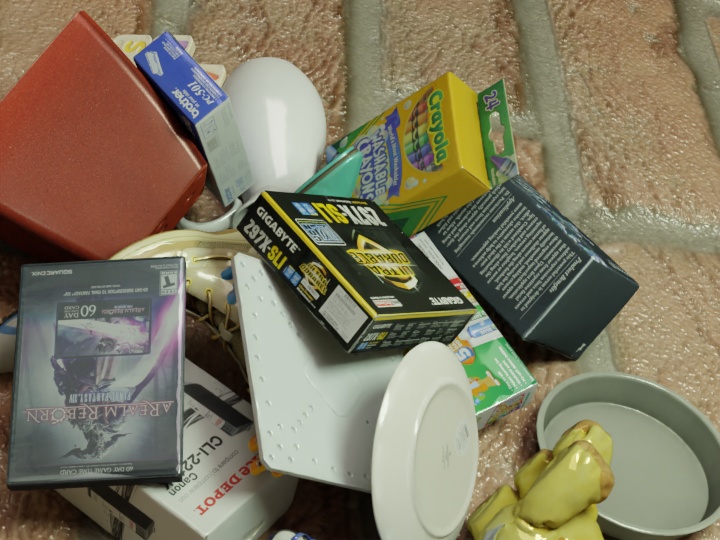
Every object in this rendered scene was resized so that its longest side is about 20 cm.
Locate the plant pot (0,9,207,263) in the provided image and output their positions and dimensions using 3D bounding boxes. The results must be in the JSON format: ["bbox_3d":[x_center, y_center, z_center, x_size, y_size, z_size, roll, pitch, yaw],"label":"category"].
[{"bbox_3d":[-0.254,-0.089,1.481,0.176,0.200,0.200,39,79,0],"label":"plant pot"}]

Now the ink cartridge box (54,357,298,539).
[{"bbox_3d":[-0.168,0.159,1.351,0.200,0.084,0.144,34,44,18],"label":"ink cartridge box"}]

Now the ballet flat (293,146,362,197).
[{"bbox_3d":[-0.062,-0.040,1.550,0.071,0.200,0.067,55,17,3],"label":"ballet flat"}]

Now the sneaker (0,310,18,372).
[{"bbox_3d":[-0.253,0.062,1.439,0.199,0.072,0.073,-13,59,-26],"label":"sneaker"}]

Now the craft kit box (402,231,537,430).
[{"bbox_3d":[0.032,0.081,1.492,0.197,0.049,0.200,-27,64,-21],"label":"craft kit box"}]

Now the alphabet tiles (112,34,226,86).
[{"bbox_3d":[-0.248,-0.180,1.673,0.195,0.015,0.201,4,51,17],"label":"alphabet tiles"}]

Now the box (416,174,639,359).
[{"bbox_3d":[0.160,-0.021,1.596,0.200,0.107,0.148,46,11,27],"label":"box"}]

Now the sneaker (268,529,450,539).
[{"bbox_3d":[-0.020,0.249,1.264,0.199,0.081,0.115,-26,54,-3],"label":"sneaker"}]

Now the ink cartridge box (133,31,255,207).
[{"bbox_3d":[-0.156,-0.141,1.506,0.044,0.200,0.094,-40,73,-10],"label":"ink cartridge box"}]

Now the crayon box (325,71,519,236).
[{"bbox_3d":[0.056,-0.108,1.558,0.052,0.200,0.126,33,40,-40],"label":"crayon box"}]

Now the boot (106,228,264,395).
[{"bbox_3d":[-0.128,0.043,1.408,0.199,0.073,0.156,-7,57,-40],"label":"boot"}]

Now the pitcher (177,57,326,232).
[{"bbox_3d":[-0.117,-0.122,1.660,0.171,0.121,0.201,-4,56,-6],"label":"pitcher"}]

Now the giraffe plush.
[{"bbox_3d":[0.184,0.251,1.342,0.162,0.173,0.200,46,34,0],"label":"giraffe plush"}]

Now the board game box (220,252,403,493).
[{"bbox_3d":[-0.031,0.099,1.362,0.199,0.026,0.201,20,48,-42],"label":"board game box"}]

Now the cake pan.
[{"bbox_3d":[0.259,0.182,1.511,0.199,0.037,0.201,10,42,-9],"label":"cake pan"}]

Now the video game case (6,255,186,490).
[{"bbox_3d":[-0.217,0.083,1.310,0.142,0.019,0.201,-3,62,1],"label":"video game case"}]

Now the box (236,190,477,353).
[{"bbox_3d":[0.000,0.000,1.420,0.160,0.049,0.200,46,21,22],"label":"box"}]

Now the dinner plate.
[{"bbox_3d":[0.065,0.162,1.354,0.024,0.201,0.200,2,34,28],"label":"dinner plate"}]
